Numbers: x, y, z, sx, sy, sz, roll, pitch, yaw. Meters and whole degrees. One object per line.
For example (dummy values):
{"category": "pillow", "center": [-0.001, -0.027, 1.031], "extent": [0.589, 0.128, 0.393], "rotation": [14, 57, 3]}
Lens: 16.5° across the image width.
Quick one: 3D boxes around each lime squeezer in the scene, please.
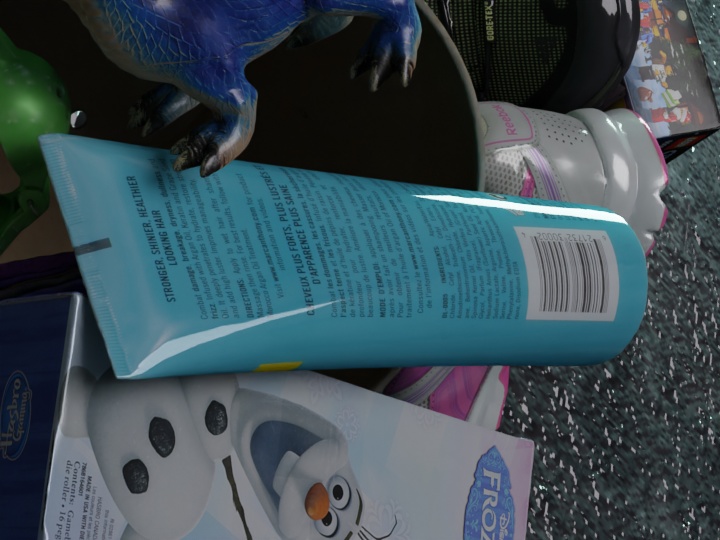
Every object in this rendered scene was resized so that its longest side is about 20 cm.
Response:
{"category": "lime squeezer", "center": [-0.121, -0.025, 0.703], "extent": [0.070, 0.201, 0.038], "rotation": [1, 32, -27]}

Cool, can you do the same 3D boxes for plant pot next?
{"category": "plant pot", "center": [-0.075, -0.049, 0.809], "extent": [0.200, 0.200, 0.135], "rotation": [43, 10, -33]}

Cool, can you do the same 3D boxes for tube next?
{"category": "tube", "center": [0.000, 0.000, 0.723], "extent": [0.199, 0.050, 0.078], "rotation": [4, 49, -41]}

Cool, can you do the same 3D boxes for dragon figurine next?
{"category": "dragon figurine", "center": [-0.028, -0.094, 0.671], "extent": [0.059, 0.199, 0.100], "rotation": [44, -26, 52]}

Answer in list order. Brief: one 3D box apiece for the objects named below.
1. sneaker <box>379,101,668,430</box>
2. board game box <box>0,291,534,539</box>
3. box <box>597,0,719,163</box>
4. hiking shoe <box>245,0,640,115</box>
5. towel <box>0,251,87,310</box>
{"category": "sneaker", "center": [0.017, 0.011, 0.888], "extent": [0.088, 0.200, 0.081], "rotation": [20, 26, -34]}
{"category": "board game box", "center": [-0.034, 0.127, 0.713], "extent": [0.199, 0.043, 0.201], "rotation": [20, 71, -44]}
{"category": "box", "center": [0.064, -0.087, 0.995], "extent": [0.038, 0.200, 0.137], "rotation": [-9, 79, -25]}
{"category": "hiking shoe", "center": [0.005, -0.080, 0.908], "extent": [0.100, 0.199, 0.076], "rotation": [-8, 93, -52]}
{"category": "towel", "center": [-0.103, 0.068, 0.719], "extent": [0.199, 0.023, 0.144], "rotation": [-14, 115, -38]}
